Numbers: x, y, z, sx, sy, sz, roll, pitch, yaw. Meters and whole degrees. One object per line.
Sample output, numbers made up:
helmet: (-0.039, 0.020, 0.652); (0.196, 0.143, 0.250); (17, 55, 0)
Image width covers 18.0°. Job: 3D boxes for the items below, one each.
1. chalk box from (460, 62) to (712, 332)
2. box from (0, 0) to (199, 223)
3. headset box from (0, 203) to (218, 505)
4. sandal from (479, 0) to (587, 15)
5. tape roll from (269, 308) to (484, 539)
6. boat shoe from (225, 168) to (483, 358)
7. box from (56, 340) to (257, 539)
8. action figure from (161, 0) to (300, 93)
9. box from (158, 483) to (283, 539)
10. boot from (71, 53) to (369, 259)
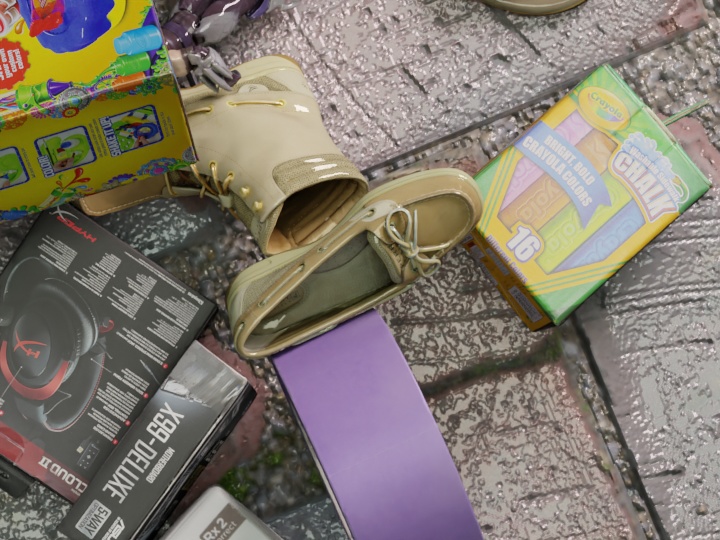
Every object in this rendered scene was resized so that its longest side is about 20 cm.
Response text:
chalk box: (0.170, -0.067, 1.670); (0.200, 0.124, 0.124); (-42, 89, -6)
box: (-0.232, -0.156, 1.544); (0.191, 0.122, 0.201); (-18, 63, -4)
headset box: (-0.218, 0.070, 1.663); (0.148, 0.075, 0.201); (33, 85, 0)
sandal: (0.095, -0.244, 1.712); (0.198, 0.054, 0.081); (13, 86, -2)
tape roll: (0.013, 0.135, 1.610); (0.084, 0.200, 0.201); (-23, 88, -4)
boat shoe: (-0.002, -0.002, 1.580); (0.199, 0.063, 0.074); (-25, 120, 5)
box: (-0.139, 0.132, 1.602); (0.050, 0.200, 0.158); (36, 84, 3)
action figure: (-0.122, -0.178, 1.668); (0.200, 0.070, 0.130); (-44, 50, -17)
box: (-0.098, 0.290, 1.628); (0.200, 0.131, 0.199); (42, 86, 0)
boot: (-0.106, -0.062, 1.645); (0.199, 0.073, 0.156); (-24, 49, -9)
